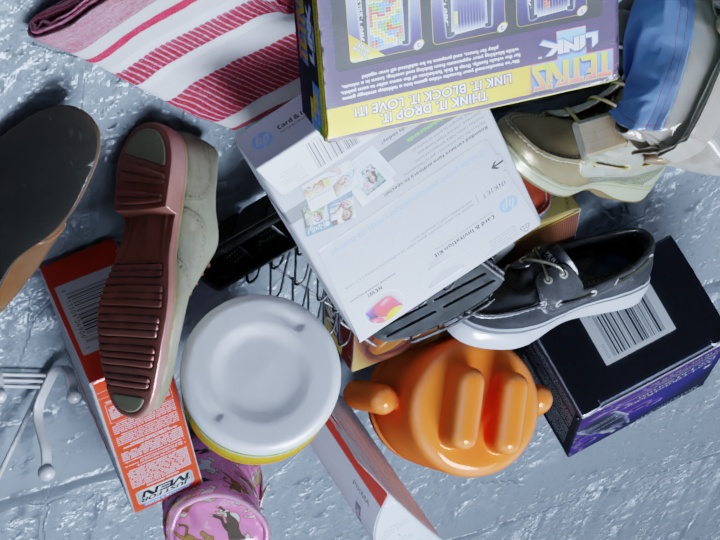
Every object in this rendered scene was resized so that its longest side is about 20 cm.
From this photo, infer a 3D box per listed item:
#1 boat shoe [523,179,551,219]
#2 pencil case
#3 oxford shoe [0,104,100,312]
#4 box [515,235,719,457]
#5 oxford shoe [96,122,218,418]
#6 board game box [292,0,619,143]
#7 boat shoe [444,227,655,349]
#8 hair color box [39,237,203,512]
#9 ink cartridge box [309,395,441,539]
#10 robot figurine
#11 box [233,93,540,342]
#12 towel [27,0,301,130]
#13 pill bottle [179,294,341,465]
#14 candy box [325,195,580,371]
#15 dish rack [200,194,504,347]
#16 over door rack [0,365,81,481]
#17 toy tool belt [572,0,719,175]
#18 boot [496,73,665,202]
[{"bbox_3d":[0.076,-0.068,1.663,0.200,0.071,0.063,10,150,-40],"label":"boat shoe"},{"bbox_3d":[-0.115,0.190,1.773,0.086,0.083,0.200,-9,-169,-1],"label":"pencil case"},{"bbox_3d":[-0.228,-0.039,1.481,0.200,0.071,0.071,-50,172,29],"label":"oxford shoe"},{"bbox_3d":[0.222,0.069,1.908,0.148,0.104,0.200,-28,166,-4],"label":"box"},{"bbox_3d":[-0.128,0.003,1.510,0.074,0.071,0.200,9,90,-49],"label":"oxford shoe"},{"bbox_3d":[0.058,-0.181,1.354,0.200,0.057,0.165,-13,122,-15],"label":"board game box"},{"bbox_3d":[0.154,0.007,1.745,0.200,0.070,0.066,-11,135,-30],"label":"boat shoe"},{"bbox_3d":[-0.174,0.080,1.634,0.064,0.111,0.200,-22,149,-11],"label":"hair color box"},{"bbox_3d":[-0.021,0.145,1.809,0.057,0.163,0.200,-39,148,6],"label":"ink cartridge box"},{"bbox_3d":[0.076,0.111,1.839,0.144,0.117,0.200,-33,-169,-15],"label":"robot figurine"},{"bbox_3d":[0.023,-0.059,1.488,0.156,0.041,0.200,-34,137,-2],"label":"box"},{"bbox_3d":[-0.093,-0.146,1.412,0.144,0.023,0.200,-23,152,30],"label":"towel"},{"bbox_3d":[-0.075,0.084,1.600,0.111,0.111,0.200,-26,174,-7],"label":"pill bottle"},{"bbox_3d":[0.073,-0.002,1.778,0.200,0.056,0.117,-21,147,-17],"label":"candy box"},{"bbox_3d":[0.000,0.000,1.630,0.200,0.055,0.153,34,136,-31],"label":"dish rack"},{"bbox_3d":[-0.313,0.149,1.661,0.148,0.067,0.200,5,134,-43],"label":"over door rack"},{"bbox_3d":[0.224,-0.171,1.585,0.123,0.200,0.125,9,-179,-10],"label":"toy tool belt"},{"bbox_3d":[0.199,-0.128,1.688,0.200,0.072,0.155,6,134,-48],"label":"boot"}]
